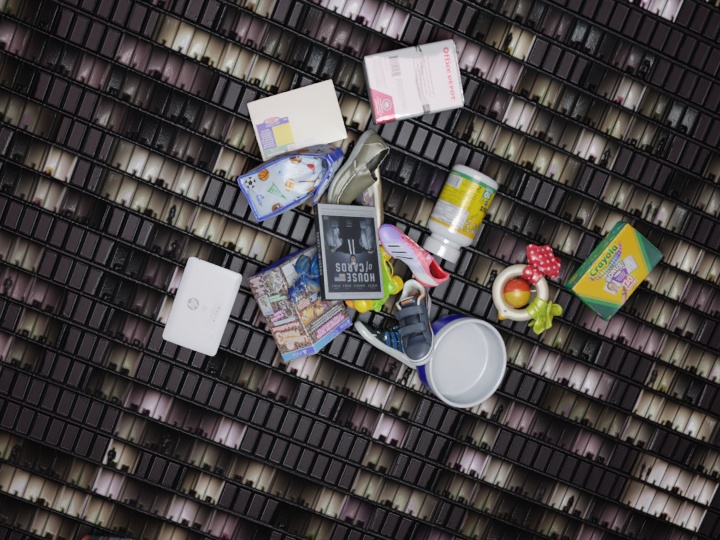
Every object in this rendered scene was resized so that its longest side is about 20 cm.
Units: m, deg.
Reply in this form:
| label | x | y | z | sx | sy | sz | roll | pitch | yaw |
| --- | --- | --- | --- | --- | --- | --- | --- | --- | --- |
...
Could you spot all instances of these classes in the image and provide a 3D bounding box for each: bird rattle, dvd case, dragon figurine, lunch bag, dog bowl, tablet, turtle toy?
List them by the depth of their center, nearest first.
| label | x | y | z | sx | sy | sz | roll | pitch | yaw |
| --- | --- | --- | --- | --- | --- | --- | --- | --- | --- |
| dvd case | -0.024 | -0.038 | 1.622 | 0.149 | 0.025 | 0.202 | 0 | 79 | -34 |
| dragon figurine | -0.097 | -0.007 | 1.625 | 0.058 | 0.202 | 0.099 | -19 | 133 | 35 |
| lunch bag | -0.133 | -0.197 | 1.636 | 0.198 | 0.170 | 0.125 | -25 | 101 | 14 |
| turtle toy | 0.000 | 0.000 | 1.716 | 0.145 | 0.101 | 0.202 | -27 | 99 | -42 |
| dog bowl | 0.227 | 0.202 | 1.746 | 0.198 | 0.079 | 0.203 | -3 | 99 | -22 |
| tablet | -0.360 | 0.082 | 1.752 | 0.129 | 0.014 | 0.202 | 20 | 95 | -6 |
| bird rattle | 0.381 | 0.043 | 1.758 | 0.161 | 0.113 | 0.203 | -6 | 94 | 14 |

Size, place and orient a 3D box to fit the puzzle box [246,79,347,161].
| label | x | y | z | sx | sy | sz | roll | pitch | yaw |
| --- | --- | --- | --- | --- | --- | --- | --- | --- | --- |
| puzzle box | -0.140 | -0.333 | 1.711 | 0.198 | 0.025 | 0.135 | -16 | 98 | -2 |

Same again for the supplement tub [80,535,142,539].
| label | x | y | z | sx | sy | sz | roll | pitch | yaw |
| --- | --- | --- | --- | --- | --- | --- | --- | --- | --- |
| supplement tub | -0.546 | 0.669 | 1.763 | 0.197 | 0.107 | 0.108 | 6 | 96 | -5 |

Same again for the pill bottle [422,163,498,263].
| label | x | y | z | sx | sy | sz | roll | pitch | yaw |
| --- | --- | --- | --- | --- | --- | --- | --- | --- | --- |
| pill bottle | 0.217 | -0.124 | 1.716 | 0.112 | 0.113 | 0.202 | 25 | 94 | -6 |

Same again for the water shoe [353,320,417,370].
| label | x | y | z | sx | sy | sz | roll | pitch | yaw |
| --- | --- | --- | --- | --- | --- | --- | --- | --- | --- |
| water shoe | 0.077 | 0.152 | 1.766 | 0.199 | 0.071 | 0.079 | 32 | 91 | -17 |

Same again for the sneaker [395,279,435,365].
| label | x | y | z | sx | sy | sz | roll | pitch | yaw |
| --- | --- | --- | --- | --- | --- | --- | --- | --- | --- |
| sneaker | 0.116 | 0.110 | 1.697 | 0.078 | 0.201 | 0.080 | -18 | 134 | 19 |

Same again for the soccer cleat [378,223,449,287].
| label | x | y | z | sx | sy | sz | roll | pitch | yaw |
| --- | --- | --- | --- | --- | --- | --- | --- | --- | --- |
| soccer cleat | 0.118 | -0.037 | 1.713 | 0.200 | 0.076 | 0.067 | 47 | 50 | -27 |

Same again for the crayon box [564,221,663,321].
| label | x | y | z | sx | sy | sz | roll | pitch | yaw |
| --- | --- | --- | --- | --- | --- | --- | --- | --- | --- |
| crayon box | 0.585 | 0.001 | 1.783 | 0.118 | 0.058 | 0.201 | 39 | 93 | -7 |

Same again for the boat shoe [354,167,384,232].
| label | x | y | z | sx | sy | sz | roll | pitch | yaw |
| --- | --- | --- | --- | --- | --- | --- | --- | --- | --- |
| boat shoe | 0.016 | -0.168 | 1.721 | 0.064 | 0.072 | 0.203 | -4 | 91 | 7 |

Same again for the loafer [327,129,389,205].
| label | x | y | z | sx | sy | sz | roll | pitch | yaw |
| --- | --- | --- | --- | --- | --- | --- | --- | --- | --- |
| loafer | -0.004 | -0.203 | 1.652 | 0.069 | 0.075 | 0.201 | 32 | 97 | 22 |

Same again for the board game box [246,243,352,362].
| label | x | y | z | sx | sy | sz | roll | pitch | yaw |
| --- | --- | --- | --- | --- | --- | --- | --- | --- | --- |
| board game box | -0.130 | 0.069 | 1.682 | 0.096 | 0.159 | 0.202 | -19 | 99 | 35 |

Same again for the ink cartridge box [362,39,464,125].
| label | x | y | z | sx | sy | sz | roll | pitch | yaw |
| --- | --- | --- | --- | --- | --- | --- | --- | --- | --- |
| ink cartridge box | 0.115 | -0.411 | 1.689 | 0.198 | 0.084 | 0.147 | -11 | 97 | -1 |
